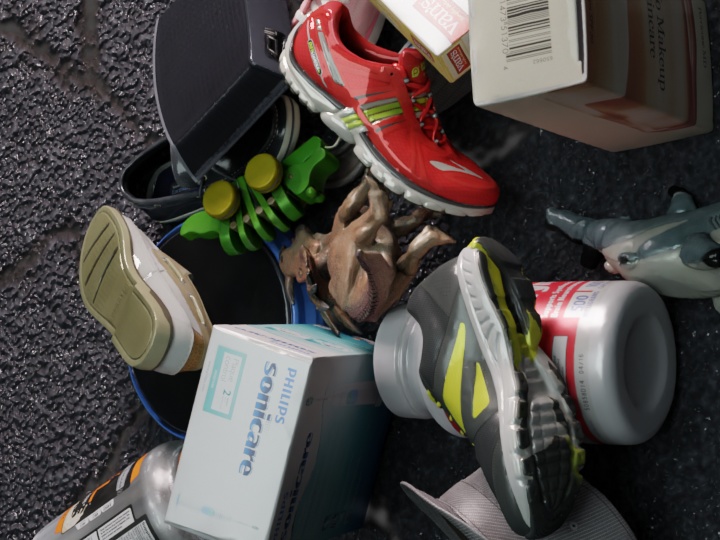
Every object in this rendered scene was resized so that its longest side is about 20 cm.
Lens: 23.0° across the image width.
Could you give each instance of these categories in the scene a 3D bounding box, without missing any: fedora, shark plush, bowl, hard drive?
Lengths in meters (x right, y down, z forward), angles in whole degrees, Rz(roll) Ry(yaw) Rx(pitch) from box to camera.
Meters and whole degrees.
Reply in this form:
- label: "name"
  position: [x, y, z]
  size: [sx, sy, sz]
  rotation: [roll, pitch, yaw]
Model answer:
- label: "fedora"
  position: [0.128, 0.186, 1.214]
  size: [0.090, 0.177, 0.200]
  rotation: [-44, 81, -8]
- label: "shark plush"
  position: [0.222, -0.021, 1.239]
  size: [0.199, 0.091, 0.084]
  rotation: [0, 61, 51]
- label: "bowl"
  position: [-0.116, 0.049, 1.465]
  size: [0.199, 0.039, 0.203]
  rotation: [-4, 83, 35]
- label: "hard drive"
  position: [-0.115, -0.177, 1.420]
  size: [0.135, 0.042, 0.201]
  rotation: [-43, 35, 24]

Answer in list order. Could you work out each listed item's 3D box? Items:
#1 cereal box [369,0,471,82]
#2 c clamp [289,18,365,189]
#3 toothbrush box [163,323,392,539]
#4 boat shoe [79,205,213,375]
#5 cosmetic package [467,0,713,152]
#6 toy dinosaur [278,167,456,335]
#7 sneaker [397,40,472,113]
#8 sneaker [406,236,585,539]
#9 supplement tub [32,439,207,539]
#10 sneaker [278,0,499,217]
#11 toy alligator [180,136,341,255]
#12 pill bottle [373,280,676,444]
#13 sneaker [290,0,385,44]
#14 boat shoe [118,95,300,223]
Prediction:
- label: "cereal box"
  position: [0.098, -0.243, 1.273]
  size: [0.200, 0.040, 0.144]
  rotation: [-39, 53, -3]
- label: "c clamp"
  position: [-0.046, -0.167, 1.446]
  size: [0.200, 0.027, 0.172]
  rotation: [36, 105, 33]
- label: "toothbrush box"
  position: [-0.050, 0.120, 1.304]
  size: [0.085, 0.200, 0.148]
  rotation: [16, 95, 19]
- label: "boat shoe"
  position: [-0.175, 0.021, 1.444]
  size: [0.075, 0.068, 0.200]
  rotation: [-58, 37, 22]
- label: "cosmetic package"
  position: [0.159, -0.149, 1.193]
  size: [0.087, 0.199, 0.105]
  rotation: [-8, 81, 33]
- label: "toy dinosaur"
  position: [0.000, 0.000, 1.317]
  size: [0.085, 0.200, 0.136]
  rotation: [32, 102, -12]
- label: "sneaker"
  position: [0.074, -0.195, 1.345]
  size: [0.200, 0.073, 0.071]
  rotation: [-46, 52, 12]
- label: "sneaker"
  position: [0.087, 0.083, 1.169]
  size: [0.084, 0.074, 0.202]
  rotation: [-27, 65, 38]
- label: "supplement tub"
  position: [-0.168, 0.219, 1.432]
  size: [0.199, 0.122, 0.123]
  rotation: [-35, 66, 26]
- label: "sneaker"
  position: [0.028, -0.118, 1.284]
  size: [0.200, 0.077, 0.085]
  rotation: [41, 115, 7]
- label: "toy alligator"
  position: [-0.055, -0.062, 1.389]
  size: [0.199, 0.059, 0.055]
  rotation: [-31, 61, 15]
- label: "pill bottle"
  position: [0.113, 0.065, 1.254]
  size: [0.198, 0.112, 0.114]
  rotation: [-1, 84, 35]
- label: "sneaker"
  position: [-0.015, -0.235, 1.366]
  size: [0.075, 0.104, 0.201]
  rotation: [42, 99, 34]
- label: "boat shoe"
  position: [-0.126, -0.092, 1.455]
  size: [0.199, 0.062, 0.075]
  rotation: [-22, 62, 41]
